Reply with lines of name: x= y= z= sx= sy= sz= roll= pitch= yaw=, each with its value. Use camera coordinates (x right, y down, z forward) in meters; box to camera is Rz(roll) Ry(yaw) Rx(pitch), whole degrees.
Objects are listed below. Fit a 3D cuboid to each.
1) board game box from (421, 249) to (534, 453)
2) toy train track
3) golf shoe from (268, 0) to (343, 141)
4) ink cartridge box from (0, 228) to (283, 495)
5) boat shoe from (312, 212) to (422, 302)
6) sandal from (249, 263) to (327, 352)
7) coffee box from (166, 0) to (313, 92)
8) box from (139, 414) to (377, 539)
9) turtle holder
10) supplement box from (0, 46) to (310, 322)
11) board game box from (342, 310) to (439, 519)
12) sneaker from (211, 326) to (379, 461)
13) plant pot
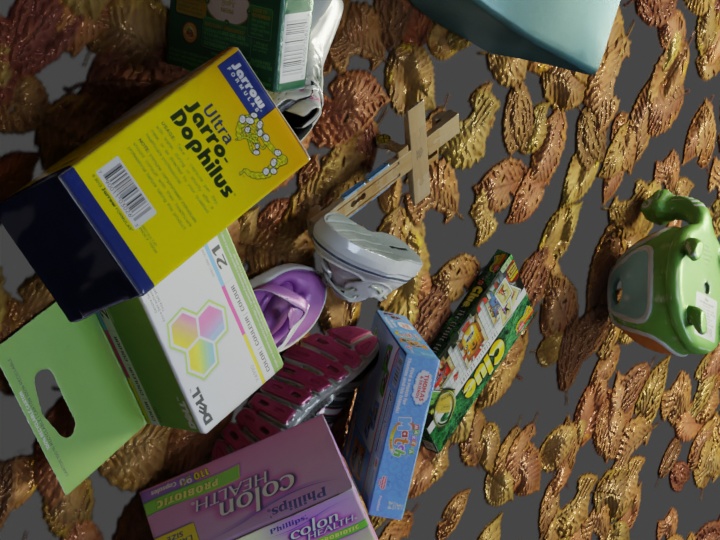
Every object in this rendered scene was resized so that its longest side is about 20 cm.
board game box: x=0.113 y=0.085 z=2.066 sx=0.200 sy=0.023 sz=0.105 roll=-54 pitch=145 yaw=-24
toy train track: x=0.016 y=-0.094 z=1.838 sx=0.200 sy=0.033 sz=0.115 roll=-39 pitch=142 yaw=-31
golf shoe: x=-0.057 y=-0.152 z=1.649 sx=0.200 sy=0.092 sz=0.073 roll=-62 pitch=144 yaw=-16
ink cartridge box: x=-0.173 y=0.070 z=1.573 sx=0.200 sy=0.076 sz=0.148 roll=-41 pitch=121 yaw=-36
boat shoe: x=0.000 y=0.000 z=1.799 sx=0.067 sy=0.074 sz=0.200 roll=-52 pitch=157 yaw=9
sandal: x=-0.086 y=0.045 z=1.738 sx=0.203 sy=0.050 sz=0.083 roll=-14 pitch=117 yaw=-52
coffee box: x=-0.089 y=-0.247 z=1.532 sx=0.044 sy=0.123 sz=0.200 roll=-16 pitch=117 yaw=-50
box: x=-0.074 y=0.252 z=1.739 sx=0.176 sy=0.097 sz=0.200 roll=-23 pitch=134 yaw=-2
turtle holder: x=0.352 y=0.007 z=2.266 sx=0.141 sy=0.132 sz=0.186 roll=-25 pitch=105 yaw=-52
supplement box: x=-0.156 y=-0.066 z=1.498 sx=0.200 sy=0.109 sz=0.110 roll=-42 pitch=104 yaw=-36
board game box: x=0.026 y=0.130 z=1.839 sx=0.200 sy=0.037 sz=0.151 roll=-128 pitch=-130 yaw=-77
sneaker: x=-0.052 y=0.136 z=1.811 sx=0.200 sy=0.074 sz=0.087 roll=-47 pitch=139 yaw=-24
plant pot: x=0.129 y=-0.284 z=1.814 sx=0.200 sy=0.141 sz=0.141 roll=16 pitch=92 yaw=-49
